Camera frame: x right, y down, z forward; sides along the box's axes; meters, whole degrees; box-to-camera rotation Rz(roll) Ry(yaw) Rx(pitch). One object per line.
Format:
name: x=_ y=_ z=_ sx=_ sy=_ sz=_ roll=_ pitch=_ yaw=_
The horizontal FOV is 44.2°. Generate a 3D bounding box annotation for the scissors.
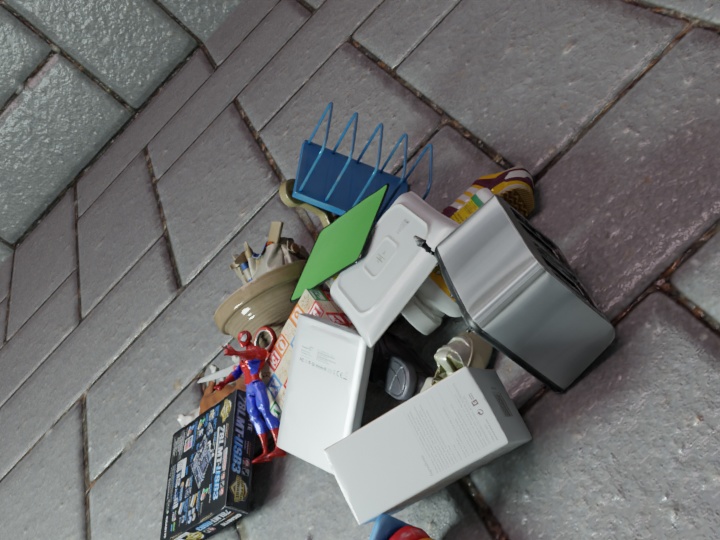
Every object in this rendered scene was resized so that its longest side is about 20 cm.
scissors: x=-0.191 y=0.162 z=1.448 sx=0.200 sy=0.073 sz=0.014 roll=-38 pitch=-6 yaw=28

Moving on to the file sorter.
file sorter: x=0.008 y=-0.172 z=1.475 sx=0.139 sy=0.200 sz=0.123 roll=-84 pitch=20 yaw=-44

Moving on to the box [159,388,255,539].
box: x=-0.237 y=0.314 z=1.389 sx=0.198 sy=0.050 sz=0.200 roll=-37 pitch=40 yaw=36

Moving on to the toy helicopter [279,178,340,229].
toy helicopter: x=-0.057 y=-0.116 z=1.528 sx=0.079 sy=0.200 sz=0.132 roll=-17 pitch=61 yaw=43

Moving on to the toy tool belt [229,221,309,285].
toy tool belt: x=-0.178 y=-0.002 z=1.622 sx=0.200 sy=0.125 sz=0.123 roll=-33 pitch=72 yaw=47

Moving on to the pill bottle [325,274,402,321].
pill bottle: x=0.000 y=0.000 z=1.416 sx=0.113 sy=0.113 sz=0.200 roll=-48 pitch=31 yaw=2

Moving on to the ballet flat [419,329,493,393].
ballet flat: x=0.117 y=0.142 z=1.158 sx=0.069 sy=0.069 sz=0.200 roll=-5 pitch=52 yaw=50

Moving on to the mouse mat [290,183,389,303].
mouse mat: x=-0.033 y=-0.040 z=1.360 sx=0.200 sy=0.008 sz=0.161 roll=-33 pitch=28 yaw=49

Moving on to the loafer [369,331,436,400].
loafer: x=0.052 y=0.135 z=1.270 sx=0.200 sy=0.063 sz=0.072 roll=-141 pitch=61 yaw=-65

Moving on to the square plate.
square plate: x=0.036 y=-0.013 z=1.226 sx=0.198 sy=0.028 sz=0.200 roll=-53 pitch=26 yaw=5

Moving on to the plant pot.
plant pot: x=-0.135 y=0.073 z=1.488 sx=0.201 sy=0.201 sz=0.093 roll=-37 pitch=73 yaw=20

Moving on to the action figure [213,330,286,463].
action figure: x=-0.176 y=0.184 z=1.325 sx=0.065 sy=0.099 sz=0.200 roll=-29 pitch=64 yaw=41

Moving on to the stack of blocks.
stack of blocks: x=-0.077 y=0.141 z=1.335 sx=0.115 sy=0.059 sz=0.200 roll=49 pitch=120 yaw=37

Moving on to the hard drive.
hard drive: x=-0.050 y=0.173 z=1.248 sx=0.132 sy=0.027 sz=0.200 roll=17 pitch=101 yaw=38

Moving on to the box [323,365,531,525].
box: x=0.080 y=0.203 z=1.035 sx=0.200 sy=0.124 sz=0.098 roll=-33 pitch=71 yaw=15

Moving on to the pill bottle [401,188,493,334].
pill bottle: x=0.138 y=-0.008 z=1.233 sx=0.200 sy=0.113 sz=0.113 roll=-43 pitch=31 yaw=10

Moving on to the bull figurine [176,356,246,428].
bull figurine: x=-0.230 y=0.217 z=1.511 sx=0.200 sy=0.065 sz=0.121 roll=-19 pitch=59 yaw=35

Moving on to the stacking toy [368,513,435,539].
stacking toy: x=0.101 y=0.342 z=0.948 sx=0.200 sy=0.116 sz=0.110 roll=4 pitch=67 yaw=37

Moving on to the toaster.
toaster: x=0.188 y=0.021 z=1.071 sx=0.119 sy=0.200 sz=0.181 roll=-45 pitch=30 yaw=17

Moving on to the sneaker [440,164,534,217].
sneaker: x=0.173 y=-0.089 z=1.341 sx=0.200 sy=0.075 sz=0.090 roll=-25 pitch=30 yaw=25
